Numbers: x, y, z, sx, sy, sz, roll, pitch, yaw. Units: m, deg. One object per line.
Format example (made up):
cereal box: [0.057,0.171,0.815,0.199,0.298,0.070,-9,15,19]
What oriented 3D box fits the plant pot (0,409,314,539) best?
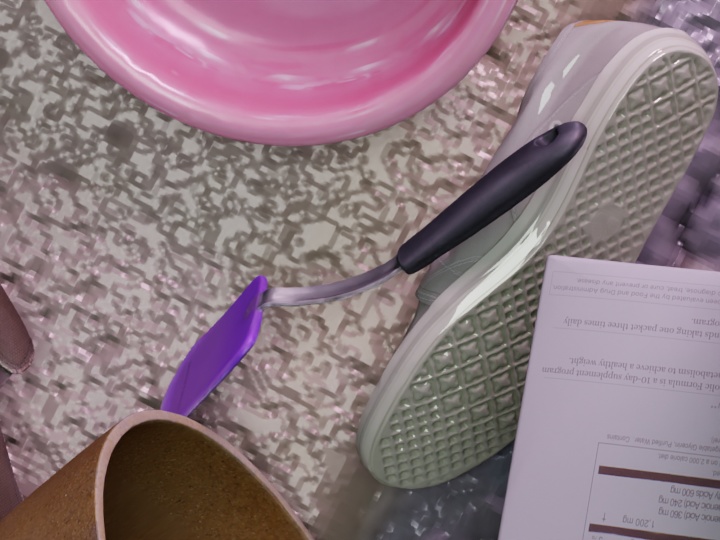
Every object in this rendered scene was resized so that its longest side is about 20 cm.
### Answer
plant pot: [-0.112,0.180,0.993,0.200,0.186,0.187,-32,90,18]

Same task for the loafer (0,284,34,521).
loafer: [-0.162,0.023,1.042,0.071,0.073,0.201,-5,90,-30]

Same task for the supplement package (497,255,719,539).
supplement package: [0.114,0.109,0.962,0.109,0.114,0.201,6,77,25]

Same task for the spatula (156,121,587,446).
spatula: [0.000,0.000,1.006,0.200,0.057,0.021,-30,114,20]

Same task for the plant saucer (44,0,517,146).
plant saucer: [-0.029,-0.146,1.002,0.200,0.051,0.201,7,115,14]

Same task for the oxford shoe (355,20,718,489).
oxford shoe: [0.060,-0.008,1.028,0.058,0.075,0.200,42,106,46]
